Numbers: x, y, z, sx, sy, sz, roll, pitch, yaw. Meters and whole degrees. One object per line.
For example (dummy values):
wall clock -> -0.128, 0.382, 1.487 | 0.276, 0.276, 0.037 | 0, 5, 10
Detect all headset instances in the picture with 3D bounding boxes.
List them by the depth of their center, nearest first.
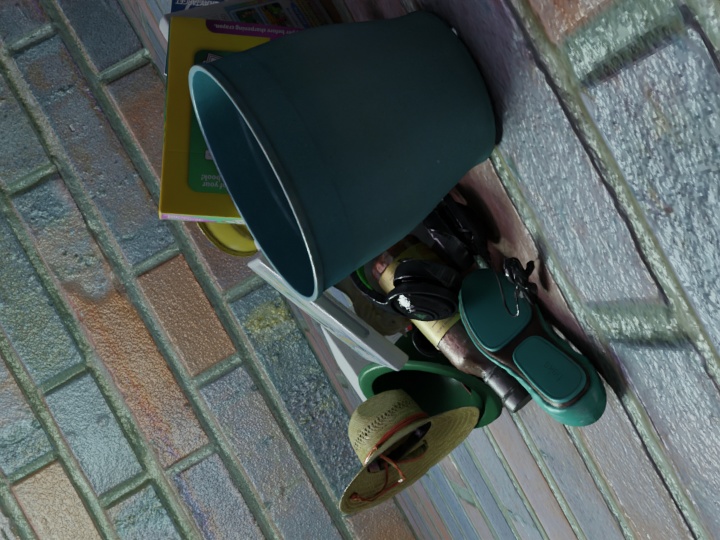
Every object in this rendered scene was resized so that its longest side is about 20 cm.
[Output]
headset -> 0.071, -0.013, 0.961 | 0.200, 0.124, 0.094 | 23, 167, 32

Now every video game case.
video game case -> -0.075, -0.185, 1.049 | 0.200, 0.182, 0.024 | 59, 143, 11
video game case -> -0.041, 0.040, 1.143 | 0.182, 0.022, 0.200 | 39, 174, -6

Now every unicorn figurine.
unicorn figurine -> 0.000, 0.000, 1.169 | 0.200, 0.137, 0.074 | 19, 137, 8

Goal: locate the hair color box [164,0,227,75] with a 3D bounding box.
hair color box -> -0.165, -0.304, 1.151 | 0.100, 0.060, 0.200 | -44, -40, -85

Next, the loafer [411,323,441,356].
loafer -> 0.082, 0.056, 1.143 | 0.200, 0.070, 0.068 | 28, 146, 61

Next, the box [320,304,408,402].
box -> 0.051, 0.133, 1.456 | 0.200, 0.124, 0.098 | 53, 168, 42

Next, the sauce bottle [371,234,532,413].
sauce bottle -> 0.095, 0.052, 1.032 | 0.200, 0.066, 0.066 | 48, 167, 16

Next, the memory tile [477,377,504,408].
memory tile -> 0.112, 0.059, 1.253 | 0.200, 0.017, 0.153 | 64, 170, -22

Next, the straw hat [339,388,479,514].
straw hat -> 0.033, 0.188, 1.226 | 0.085, 0.201, 0.201 | 54, 169, 26

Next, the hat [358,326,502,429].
hat -> 0.092, 0.081, 1.292 | 0.200, 0.176, 0.166 | -4, 143, 31

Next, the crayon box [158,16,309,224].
crayon box -> -0.075, -0.127, 0.947 | 0.058, 0.200, 0.173 | 174, 99, -79

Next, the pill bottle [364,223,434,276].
pill bottle -> -0.007, -0.095, 1.126 | 0.200, 0.114, 0.114 | 55, 169, 31

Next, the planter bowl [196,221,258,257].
planter bowl -> -0.114, -0.119, 1.233 | 0.083, 0.200, 0.201 | -5, 123, 32

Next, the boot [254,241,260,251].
boot -> -0.025, -0.016, 1.255 | 0.074, 0.200, 0.096 | -46, 61, 46

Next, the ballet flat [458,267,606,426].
ballet flat -> 0.152, 0.074, 0.948 | 0.070, 0.067, 0.200 | 50, -178, -40

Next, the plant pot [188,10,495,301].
plant pot -> -0.006, -0.108, 0.835 | 0.200, 0.188, 0.200 | 54, 164, 23
